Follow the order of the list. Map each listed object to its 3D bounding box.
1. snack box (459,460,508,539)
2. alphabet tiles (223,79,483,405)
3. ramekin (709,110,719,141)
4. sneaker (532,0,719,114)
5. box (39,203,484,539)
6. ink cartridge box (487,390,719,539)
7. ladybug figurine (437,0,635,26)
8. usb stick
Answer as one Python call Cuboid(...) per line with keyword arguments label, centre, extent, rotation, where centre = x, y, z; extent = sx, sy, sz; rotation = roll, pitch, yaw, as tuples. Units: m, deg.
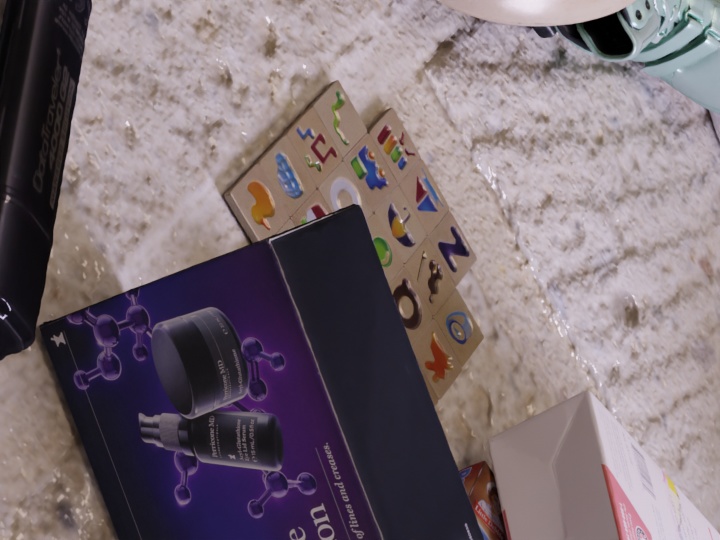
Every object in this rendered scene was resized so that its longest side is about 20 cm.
Cuboid(label="snack box", centre=(0.098, 0.200, 1.397), extent=(0.200, 0.024, 0.072), rotation=(56, 34, -19))
Cuboid(label="alphabet tiles", centre=(0.000, 0.000, 1.380), extent=(0.167, 0.006, 0.200), rotation=(60, 36, -15))
Cuboid(label="ramekin", centre=(0.315, -0.121, 1.791), extent=(0.200, 0.097, 0.201), rotation=(29, 51, -43))
Cuboid(label="sneaker", centre=(0.178, -0.139, 1.630), extent=(0.200, 0.074, 0.118), rotation=(42, 36, -21))
Cuboid(label="box", centre=(-0.038, 0.091, 1.165), extent=(0.079, 0.141, 0.201), rotation=(-22, 92, -53))
Cuboid(label="ink cartridge box", centre=(0.152, 0.170, 1.414), extent=(0.200, 0.067, 0.117), rotation=(46, 24, -39))
Cuboid(label="ladybug figurine", centre=(0.103, -0.206, 1.515), extent=(0.200, 0.072, 0.136), rotation=(-23, 62, -38))
Cuboid(label="usb stick", centre=(-0.150, -0.055, 1.172), extent=(0.056, 0.032, 0.201), rotation=(59, 31, -52))
